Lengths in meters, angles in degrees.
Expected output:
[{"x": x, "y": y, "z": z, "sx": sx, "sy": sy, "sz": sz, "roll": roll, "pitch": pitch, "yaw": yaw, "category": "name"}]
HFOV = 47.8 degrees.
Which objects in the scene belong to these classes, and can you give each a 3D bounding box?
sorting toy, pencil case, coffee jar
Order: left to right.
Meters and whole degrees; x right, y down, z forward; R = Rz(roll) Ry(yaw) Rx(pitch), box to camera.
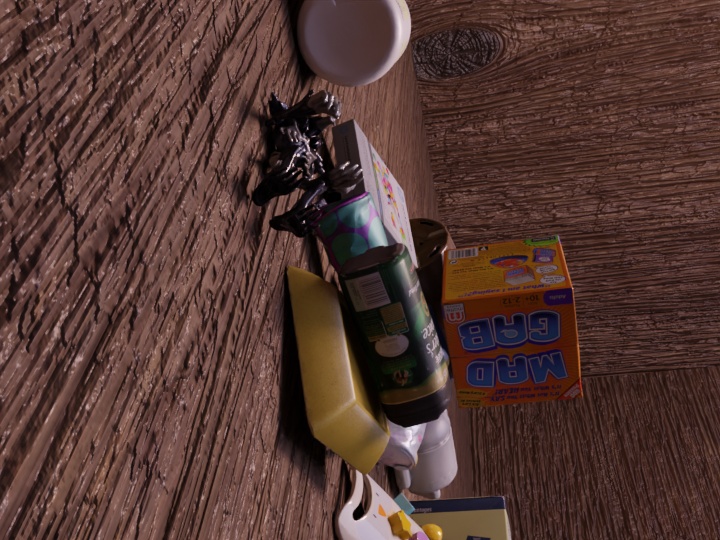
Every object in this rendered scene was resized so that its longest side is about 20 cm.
[{"x": 0.000, "y": 0.000, "z": 1.061, "sx": 0.085, "sy": 0.092, "sz": 0.200, "roll": 20, "pitch": -47, "yaw": 66, "category": "pencil case"}, {"x": 0.021, "y": 0.341, "z": 1.061, "sx": 0.180, "sy": 0.107, "sz": 0.200, "roll": 58, "pitch": 20, "yaw": -22, "category": "sorting toy"}, {"x": 0.044, "y": 0.075, "z": 0.943, "sx": 0.104, "sy": 0.085, "sz": 0.200, "roll": -68, "pitch": 140, "yaw": -74, "category": "coffee jar"}, {"x": 0.074, "y": 0.202, "z": 1.243, "sx": 0.091, "sy": 0.083, "sz": 0.200, "roll": 35, "pitch": 55, "yaw": -19, "category": "pencil case"}]

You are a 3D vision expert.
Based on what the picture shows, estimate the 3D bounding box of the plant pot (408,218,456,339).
[{"x": 0.120, "y": 0.022, "z": 1.523, "sx": 0.200, "sy": 0.200, "sz": 0.198, "roll": -85, "pitch": 158, "yaw": -49, "category": "plant pot"}]

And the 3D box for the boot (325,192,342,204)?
[{"x": 0.006, "y": -0.028, "z": 1.229, "sx": 0.200, "sy": 0.068, "sz": 0.189, "roll": -17, "pitch": 101, "yaw": -79, "category": "boot"}]

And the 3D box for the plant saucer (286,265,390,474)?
[{"x": -0.017, "y": 0.113, "z": 0.935, "sx": 0.200, "sy": 0.048, "sz": 0.200, "roll": 56, "pitch": 19, "yaw": -58, "category": "plant saucer"}]

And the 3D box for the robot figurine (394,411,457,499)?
[{"x": 0.111, "y": 0.316, "z": 1.461, "sx": 0.170, "sy": 0.113, "sz": 0.200, "roll": -44, "pitch": 131, "yaw": -45, "category": "robot figurine"}]

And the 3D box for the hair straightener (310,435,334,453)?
[{"x": -0.028, "y": 0.186, "z": 1.010, "sx": 0.200, "sy": 0.041, "sz": 0.077, "roll": 19, "pitch": 53, "yaw": -73, "category": "hair straightener"}]

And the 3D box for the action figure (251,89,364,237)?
[{"x": -0.053, "y": -0.124, "z": 0.868, "sx": 0.200, "sy": 0.102, "sz": 0.119, "roll": -82, "pitch": 151, "yaw": -50, "category": "action figure"}]

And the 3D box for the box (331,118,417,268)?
[{"x": 0.023, "y": -0.106, "z": 1.219, "sx": 0.200, "sy": 0.041, "sz": 0.156, "roll": 50, "pitch": 26, "yaw": -53, "category": "box"}]

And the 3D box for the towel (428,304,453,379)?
[{"x": 0.085, "y": 0.157, "z": 1.345, "sx": 0.200, "sy": 0.024, "sz": 0.145, "roll": -37, "pitch": 107, "yaw": -45, "category": "towel"}]

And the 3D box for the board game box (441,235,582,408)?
[{"x": 0.248, "y": 0.082, "z": 1.347, "sx": 0.200, "sy": 0.200, "sz": 0.200, "roll": -75, "pitch": 155, "yaw": -63, "category": "board game box"}]

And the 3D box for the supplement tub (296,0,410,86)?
[{"x": -0.004, "y": -0.344, "z": 1.154, "sx": 0.200, "sy": 0.145, "sz": 0.145, "roll": -70, "pitch": 151, "yaw": -69, "category": "supplement tub"}]

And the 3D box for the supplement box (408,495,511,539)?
[{"x": 0.139, "y": 0.471, "z": 1.262, "sx": 0.134, "sy": 0.200, "sz": 0.200, "roll": 69, "pitch": 18, "yaw": -56, "category": "supplement box"}]
